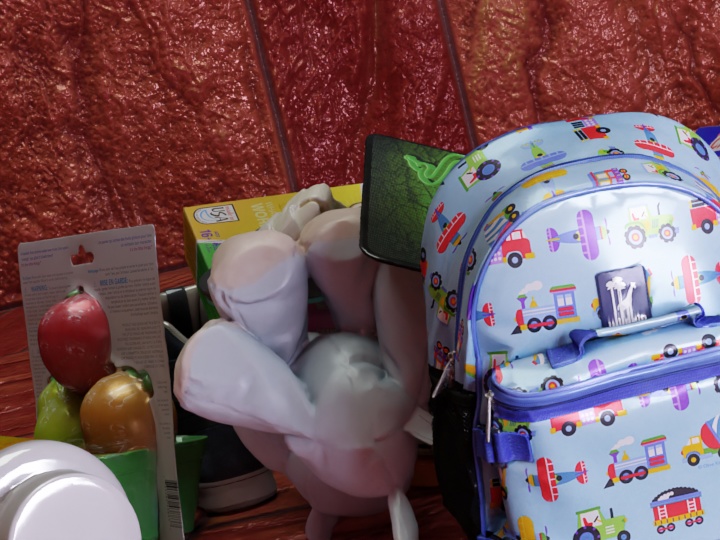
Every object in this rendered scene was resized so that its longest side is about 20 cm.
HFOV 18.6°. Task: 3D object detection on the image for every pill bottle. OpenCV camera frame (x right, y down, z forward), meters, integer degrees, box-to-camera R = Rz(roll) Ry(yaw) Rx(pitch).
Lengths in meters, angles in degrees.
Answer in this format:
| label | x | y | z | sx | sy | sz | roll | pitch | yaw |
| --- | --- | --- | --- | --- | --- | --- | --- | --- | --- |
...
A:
| label | x | y | z | sx | sy | sz | roll | pitch | yaw |
| --- | --- | --- | --- | --- | --- | --- | --- | --- | --- |
| pill bottle | -0.197 | 0.149 | 1.240 | 0.109 | 0.110 | 0.199 | -17 | 6 | -29 |

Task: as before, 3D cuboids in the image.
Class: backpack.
| label | x | y | z | sx | sy | sz | roll | pitch | yaw |
| --- | --- | --- | --- | --- | --- | --- | --- | --- | --- |
| backpack | 0.120 | 0.032 | 1.051 | 0.181 | 0.202 | 0.135 | -8 | 15 | -8 |

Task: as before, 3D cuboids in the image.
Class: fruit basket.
| label | x | y | z | sx | sy | sz | roll | pitch | yaw |
| --- | --- | --- | --- | --- | --- | --- | --- | --- | --- |
| fruit basket | -0.163 | 0.076 | 1.423 | 0.093 | 0.202 | 0.185 | 0 | -4 | -36 |

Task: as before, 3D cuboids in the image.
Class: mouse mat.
| label | x | y | z | sx | sy | sz | roll | pitch | yaw |
| --- | --- | --- | --- | --- | --- | --- | --- | --- | --- |
| mouse mat | 0.078 | -0.027 | 1.209 | 0.159 | 0.008 | 0.200 | 13 | 21 | -4 |

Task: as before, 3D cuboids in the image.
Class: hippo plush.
| label | x | y | z | sx | sy | sz | roll | pitch | yaw |
| --- | --- | --- | --- | --- | --- | --- | --- | --- | --- |
| hippo plush | 0.001 | 0.066 | 1.230 | 0.160 | 0.199 | 0.161 | -50 | -14 | -11 |

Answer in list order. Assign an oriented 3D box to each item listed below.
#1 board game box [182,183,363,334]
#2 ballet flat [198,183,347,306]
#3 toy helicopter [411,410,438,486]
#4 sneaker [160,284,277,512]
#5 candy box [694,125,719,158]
| label | x | y | z | sx | sy | sz | roll | pitch | yaw |
| --- | --- | --- | --- | --- | --- | --- | --- | --- | --- |
| board game box | 0.000 | 0.000 | 1.378 | 0.198 | 0.041 | 0.153 | -8 | 32 | -14 |
| ballet flat | 0.000 | -0.019 | 1.281 | 0.198 | 0.074 | 0.073 | -2 | 8 | 11 |
| toy helicopter | 0.107 | 0.096 | 1.313 | 0.131 | 0.080 | 0.200 | -7 | 13 | -26 |
| sneaker | -0.118 | 0.082 | 1.519 | 0.076 | 0.147 | 0.202 | -18 | 5 | -20 |
| candy box | 0.222 | -0.004 | 1.444 | 0.200 | 0.077 | 0.169 | -48 | 15 | -12 |
